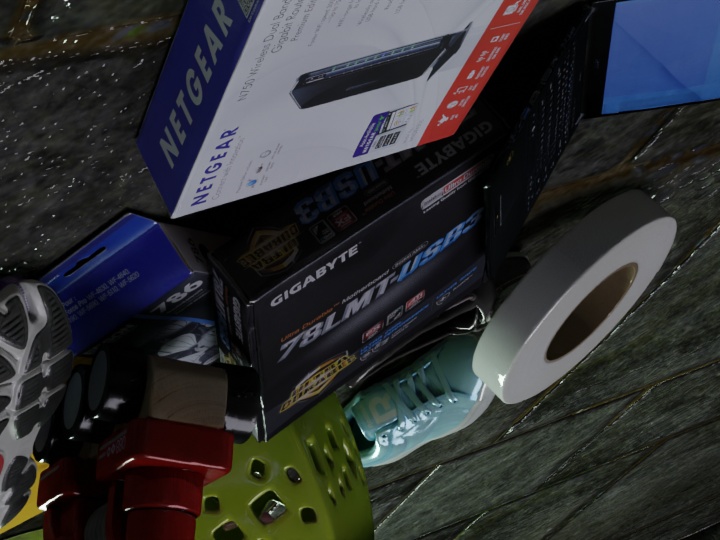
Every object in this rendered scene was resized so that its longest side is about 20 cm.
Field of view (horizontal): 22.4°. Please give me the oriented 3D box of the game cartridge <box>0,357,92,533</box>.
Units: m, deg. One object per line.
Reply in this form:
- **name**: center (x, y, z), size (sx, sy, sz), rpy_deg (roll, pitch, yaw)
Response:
- **game cartridge**: center (-0.223, 0.121, 1.255), size (0.176, 0.033, 0.200), rpy_deg (-28, 159, -2)

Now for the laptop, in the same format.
- **laptop**: center (0.164, -0.084, 1.120), size (0.201, 0.103, 0.177), rpy_deg (-60, 167, -14)

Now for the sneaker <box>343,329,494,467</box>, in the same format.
- **sneaker**: center (0.039, 0.119, 1.553), size (0.082, 0.074, 0.200), rpy_deg (-10, 154, -48)

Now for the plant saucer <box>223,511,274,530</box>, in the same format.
- **plant saucer**: center (-0.166, 0.275, 1.715), size (0.200, 0.051, 0.201), rpy_deg (-25, 161, -9)

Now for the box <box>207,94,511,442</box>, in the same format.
- **box**: center (0.000, 0.000, 1.134), size (0.199, 0.050, 0.199), rpy_deg (-34, 159, -18)

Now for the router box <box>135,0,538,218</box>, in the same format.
- **router box**: center (-0.004, -0.116, 0.893), size (0.179, 0.049, 0.200), rpy_deg (-19, 160, -27)

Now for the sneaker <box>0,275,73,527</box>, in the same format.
- **sneaker**: center (-0.230, 0.077, 1.058), size (0.080, 0.083, 0.201), rpy_deg (-30, 153, -46)

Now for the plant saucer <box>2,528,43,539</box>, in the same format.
- **plant saucer**: center (-0.316, 0.277, 1.536), size (0.199, 0.031, 0.200), rpy_deg (-25, 162, -9)

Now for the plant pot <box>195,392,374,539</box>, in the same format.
- **plant pot**: center (-0.085, 0.206, 1.377), size (0.199, 0.182, 0.199), rpy_deg (-29, 175, 9)

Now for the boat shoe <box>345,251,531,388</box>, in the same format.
- **boat shoe**: center (0.055, 0.040, 1.386), size (0.199, 0.057, 0.067), rpy_deg (-17, 159, -30)

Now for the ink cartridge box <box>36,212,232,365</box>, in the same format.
- **ink cartridge box**: center (-0.116, 0.017, 1.109), size (0.099, 0.039, 0.200), rpy_deg (-34, 160, 20)

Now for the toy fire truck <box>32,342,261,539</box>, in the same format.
- **toy fire truck**: center (-0.122, 0.164, 1.085), size (0.128, 0.201, 0.176), rpy_deg (12, 158, -23)

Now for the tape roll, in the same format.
- **tape roll**: center (0.173, 0.022, 1.454), size (0.202, 0.037, 0.203), rpy_deg (-39, 159, -18)
